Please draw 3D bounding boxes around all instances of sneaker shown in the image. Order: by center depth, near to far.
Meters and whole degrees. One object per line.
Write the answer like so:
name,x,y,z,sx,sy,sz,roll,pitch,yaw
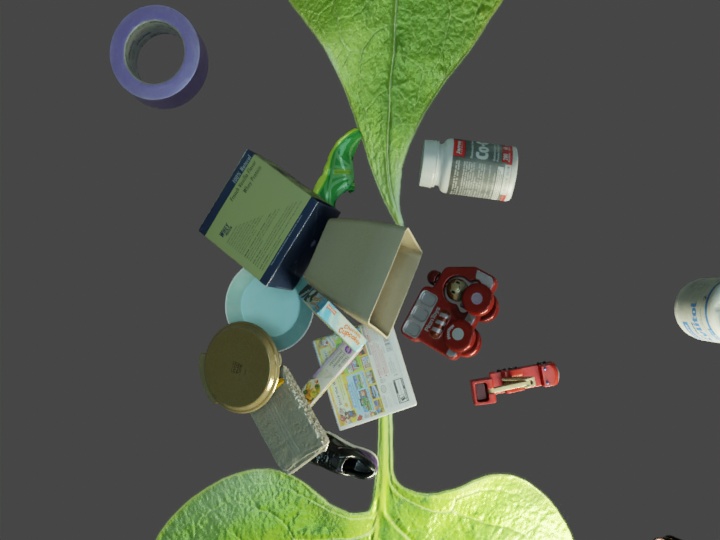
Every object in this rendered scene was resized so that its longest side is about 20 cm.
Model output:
sneaker,-0.056,0.389,1.661,0.195,0.088,0.078,14,89,3
sneaker,-0.040,-0.207,1.691,0.082,0.074,0.203,25,98,5

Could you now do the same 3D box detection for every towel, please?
towel,-0.157,0.316,1.660,0.132,0.034,0.202,-37,76,22

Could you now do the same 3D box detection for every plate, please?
plate,-0.196,0.076,1.707,0.195,0.026,0.206,0,87,1

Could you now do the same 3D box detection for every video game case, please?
video game case,0.009,0.220,1.698,0.178,0.023,0.204,-18,89,1

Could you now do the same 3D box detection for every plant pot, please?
plant pot,0.000,0.000,1.623,0.174,0.200,0.203,21,82,18

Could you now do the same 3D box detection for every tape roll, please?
tape roll,-0.435,-0.460,1.703,0.195,0.085,0.205,0,87,1

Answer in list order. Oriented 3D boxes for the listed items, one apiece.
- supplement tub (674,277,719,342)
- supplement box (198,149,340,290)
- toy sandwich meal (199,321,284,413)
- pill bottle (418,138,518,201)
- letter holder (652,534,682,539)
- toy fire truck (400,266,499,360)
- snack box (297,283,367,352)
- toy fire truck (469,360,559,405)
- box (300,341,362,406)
supplement tub,0.733,0.080,1.591,0.128,0.200,0.136,0,87,2
supplement box,-0.186,-0.101,1.624,0.198,0.134,0.202,36,97,19
toy sandwich meal,-0.247,0.206,1.651,0.201,0.070,0.211,-2,85,22
pill bottle,0.225,-0.216,1.659,0.195,0.114,0.117,8,88,2
letter holder,0.623,0.657,1.627,0.139,0.101,0.204,19,89,4
toy fire truck,0.194,0.080,1.662,0.166,0.112,0.203,28,88,21
snack box,-0.060,0.094,1.601,0.037,0.200,0.116,-45,108,-5
toy fire truck,0.322,0.230,1.628,0.195,0.141,0.050,-10,88,2
box,-0.075,0.225,1.667,0.039,0.041,0.201,43,103,9
